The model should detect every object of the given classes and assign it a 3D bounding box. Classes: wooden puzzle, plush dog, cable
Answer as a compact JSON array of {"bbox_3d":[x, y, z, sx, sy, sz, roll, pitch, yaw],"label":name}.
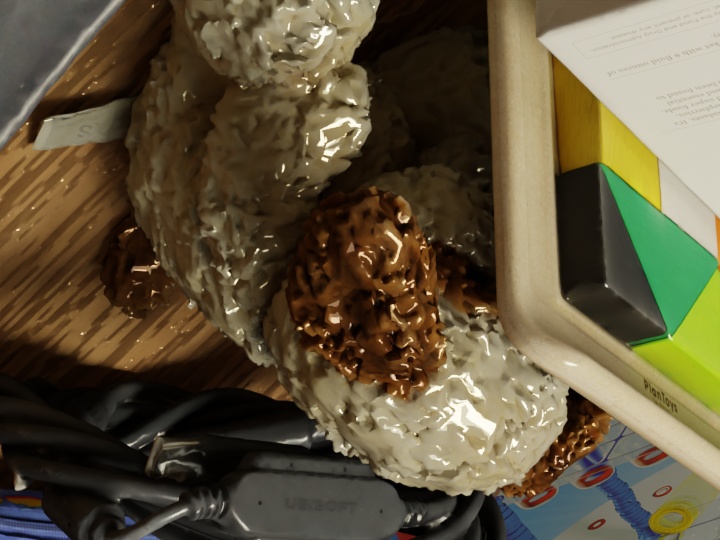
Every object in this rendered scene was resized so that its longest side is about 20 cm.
[{"bbox_3d":[0.096,-0.030,0.827,0.037,0.200,0.185,-20,149,26],"label":"wooden puzzle"},{"bbox_3d":[0.000,0.000,0.800,0.160,0.172,0.200,-45,142,12],"label":"plush dog"},{"bbox_3d":[-0.043,0.072,0.860,0.200,0.163,0.051,6,96,-44],"label":"cable"}]

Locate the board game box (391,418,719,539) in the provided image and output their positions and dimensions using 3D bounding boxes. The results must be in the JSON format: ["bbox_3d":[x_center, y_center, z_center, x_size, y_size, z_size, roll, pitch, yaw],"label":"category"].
[{"bbox_3d":[0.109,0.084,0.950,0.200,0.196,0.056,-26,140,-14],"label":"board game box"}]

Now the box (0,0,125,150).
[{"bbox_3d":[-0.130,-0.129,0.550,0.197,0.117,0.200,38,104,-16],"label":"box"}]

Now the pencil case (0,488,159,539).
[{"bbox_3d":[-0.119,0.114,0.902,0.200,0.078,0.087,13,123,-44],"label":"pencil case"}]

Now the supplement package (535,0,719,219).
[{"bbox_3d":[0.155,-0.092,0.805,0.121,0.120,0.200,-15,147,29],"label":"supplement package"}]
